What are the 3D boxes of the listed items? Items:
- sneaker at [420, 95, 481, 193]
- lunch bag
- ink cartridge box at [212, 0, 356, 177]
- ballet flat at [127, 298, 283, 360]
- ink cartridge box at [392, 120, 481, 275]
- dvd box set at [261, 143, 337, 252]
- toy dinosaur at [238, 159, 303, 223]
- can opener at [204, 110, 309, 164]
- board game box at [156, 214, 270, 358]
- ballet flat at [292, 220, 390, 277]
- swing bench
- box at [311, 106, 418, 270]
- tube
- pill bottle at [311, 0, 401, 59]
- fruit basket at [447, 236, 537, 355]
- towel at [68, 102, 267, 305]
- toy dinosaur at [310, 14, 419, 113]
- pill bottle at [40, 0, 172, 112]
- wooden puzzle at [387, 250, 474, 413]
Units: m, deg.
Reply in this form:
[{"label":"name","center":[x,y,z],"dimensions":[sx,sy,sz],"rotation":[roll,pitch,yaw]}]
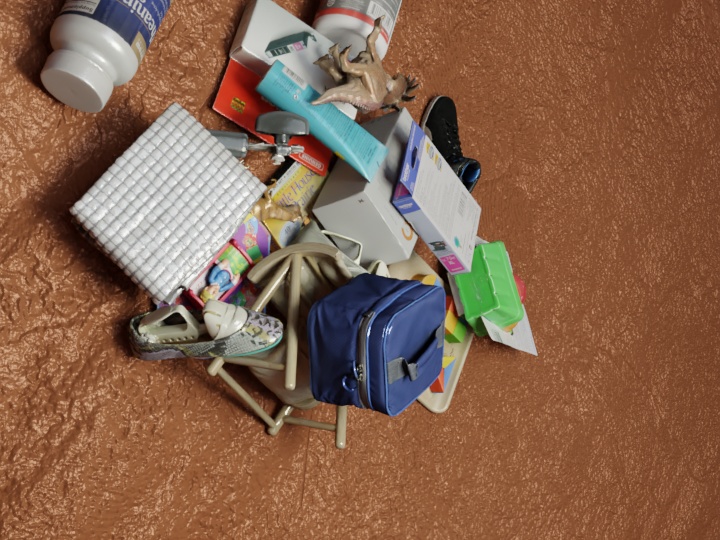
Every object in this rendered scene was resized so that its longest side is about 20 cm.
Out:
[{"label":"sneaker","center":[0.146,-0.182,1.805],"dimensions":[0.072,0.111,0.203],"rotation":[25,69,-39]},{"label":"lunch bag","center":[0.028,0.090,1.437],"dimensions":[0.200,0.130,0.138],"rotation":[-34,126,-58]},{"label":"ink cartridge box","center":[-0.093,-0.255,1.613],"dimensions":[0.198,0.043,0.176],"rotation":[29,61,-27]},{"label":"ballet flat","center":[-0.194,0.069,1.408],"dimensions":[0.072,0.197,0.073],"rotation":[-6,90,-76]},{"label":"ink cartridge box","center":[0.103,-0.101,1.647],"dimensions":[0.200,0.041,0.121],"rotation":[50,40,-38]},{"label":"dvd box set","center":[-0.065,-0.055,1.651],"dimensions":[0.147,0.029,0.201],"rotation":[-49,118,-34]},{"label":"toy dinosaur","center":[-0.162,-0.083,1.522],"dimensions":[0.197,0.060,0.108],"rotation":[-11,84,-26]},{"label":"can opener","center":[-0.165,-0.174,1.514],"dimensions":[0.196,0.053,0.068],"rotation":[-1,89,-19]},{"label":"board game box","center":[-0.179,0.018,1.488],"dimensions":[0.156,0.039,0.204],"rotation":[-1,102,-32]},{"label":"ballet flat","center":[0.000,0.000,1.600],"dimensions":[0.198,0.067,0.064],"rotation":[34,81,-10]},{"label":"swing bench","center":[-0.075,0.095,1.521],"dimensions":[0.200,0.128,0.203],"rotation":[56,48,-52]},{"label":"box","center":[0.030,-0.116,1.668],"dimensions":[0.125,0.096,0.201],"rotation":[54,39,-27]},{"label":"tube","center":[-0.049,-0.202,1.565],"dimensions":[0.199,0.050,0.078],"rotation":[38,50,-10]},{"label":"pill bottle","center":[0.007,-0.411,1.699],"dimensions":[0.115,0.115,0.203],"rotation":[32,64,-35]},{"label":"fruit basket","center":[0.214,0.038,1.845],"dimensions":[0.199,0.093,0.188],"rotation":[26,46,-63]},{"label":"towel","center":[-0.235,-0.077,1.413],"dimensions":[0.165,0.085,0.201],"rotation":[44,71,-11]},{"label":"toy dinosaur","center":[0.012,-0.251,1.588],"dimensions":[0.137,0.085,0.200],"rotation":[58,36,-17]},{"label":"pill bottle","center":[-0.304,-0.295,1.401],"dimensions":[0.111,0.110,0.203],"rotation":[38,61,-33]},{"label":"wooden puzzle","center":[0.101,0.091,1.778],"dimensions":[0.200,0.046,0.187],"rotation":[40,60,-32]}]
